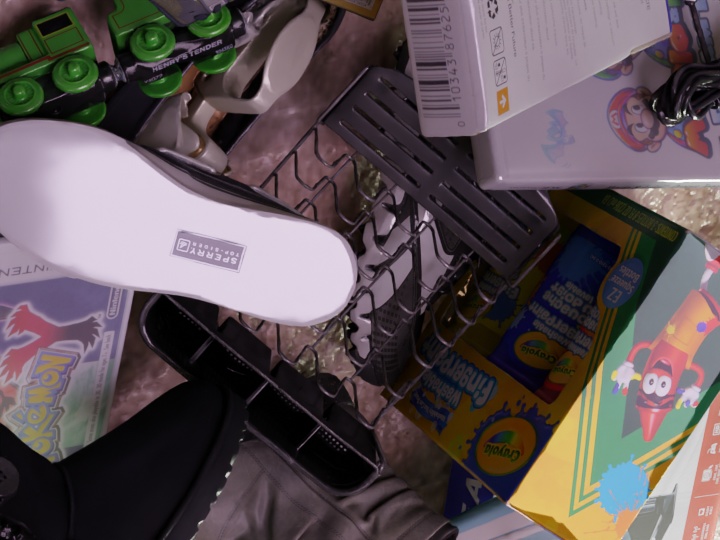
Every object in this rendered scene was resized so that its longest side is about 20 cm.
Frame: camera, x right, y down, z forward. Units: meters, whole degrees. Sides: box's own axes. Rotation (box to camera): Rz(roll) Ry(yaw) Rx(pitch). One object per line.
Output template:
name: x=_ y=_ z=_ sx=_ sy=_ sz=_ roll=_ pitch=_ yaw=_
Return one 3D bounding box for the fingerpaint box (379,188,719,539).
fingerpaint box: x=0.110 y=0.041 z=1.405 sx=0.073 sy=0.200 sz=0.167 roll=33 pitch=92 yaw=-23

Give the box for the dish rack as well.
dish rack: x=0.000 y=0.000 z=1.380 sx=0.153 sy=0.055 sz=0.200 roll=39 pitch=107 yaw=-10

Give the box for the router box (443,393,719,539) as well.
router box: x=0.136 y=0.147 z=1.609 sx=0.179 sy=0.049 sz=0.200 roll=-7 pitch=118 yaw=-31

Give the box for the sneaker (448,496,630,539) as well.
sneaker: x=0.083 y=0.198 z=1.498 sx=0.079 sy=0.200 sz=0.131 roll=-23 pitch=85 yaw=-48

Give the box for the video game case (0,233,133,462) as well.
video game case: x=-0.207 y=0.062 z=1.331 sx=0.182 sy=0.023 sz=0.200 roll=-8 pitch=130 yaw=-30

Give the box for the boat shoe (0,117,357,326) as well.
boat shoe: x=-0.099 y=-0.028 z=1.283 sx=0.200 sy=0.068 sz=0.072 roll=16 pitch=99 yaw=-21

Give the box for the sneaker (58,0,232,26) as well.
sneaker: x=-0.060 y=-0.154 z=1.215 sx=0.200 sy=0.074 sz=0.081 roll=6 pitch=128 yaw=-31

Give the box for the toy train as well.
toy train: x=-0.151 y=-0.094 z=1.276 sx=0.200 sy=0.056 sz=0.042 roll=-24 pitch=147 yaw=-13

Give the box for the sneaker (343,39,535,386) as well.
sneaker: x=0.046 y=-0.023 z=1.428 sx=0.090 sy=0.066 sz=0.200 roll=14 pitch=110 yaw=7

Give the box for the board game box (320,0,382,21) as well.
board game box: x=-0.055 y=-0.213 z=1.246 sx=0.200 sy=0.035 sz=0.136 roll=18 pitch=101 yaw=-31

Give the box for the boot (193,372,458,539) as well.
boot: x=-0.054 y=0.148 z=1.422 sx=0.200 sy=0.131 sz=0.068 roll=-28 pitch=156 yaw=-19

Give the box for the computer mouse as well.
computer mouse: x=0.171 y=-0.182 z=1.396 sx=0.110 sy=0.044 sz=0.200 roll=-18 pitch=87 yaw=-34

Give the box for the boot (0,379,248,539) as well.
boot: x=-0.159 y=0.090 z=1.294 sx=0.168 sy=0.076 sz=0.200 roll=40 pitch=51 yaw=-15

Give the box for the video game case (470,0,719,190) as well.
video game case: x=0.126 y=-0.141 z=1.397 sx=0.182 sy=0.024 sz=0.200 roll=-2 pitch=79 yaw=-33

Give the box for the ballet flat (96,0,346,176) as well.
ballet flat: x=-0.077 y=-0.085 z=1.335 sx=0.200 sy=0.073 sz=0.073 roll=-49 pitch=130 yaw=-2

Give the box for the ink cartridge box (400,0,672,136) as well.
ink cartridge box: x=0.077 y=-0.184 z=1.265 sx=0.200 sy=0.047 sz=0.198 roll=-30 pitch=114 yaw=-56
